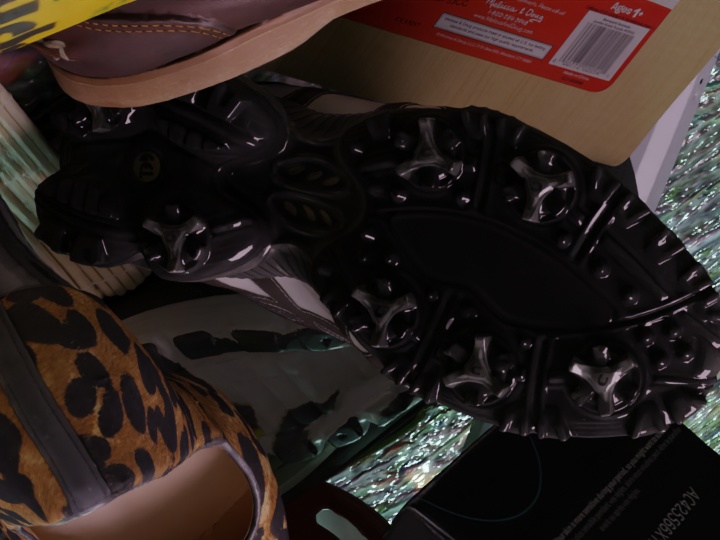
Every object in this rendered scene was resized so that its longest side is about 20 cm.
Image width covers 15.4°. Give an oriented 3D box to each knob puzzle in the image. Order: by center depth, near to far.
[{"bbox_3d":[0.060,-0.125,0.710,0.218,0.031,0.220,-16,140,-14],"label":"knob puzzle"}]

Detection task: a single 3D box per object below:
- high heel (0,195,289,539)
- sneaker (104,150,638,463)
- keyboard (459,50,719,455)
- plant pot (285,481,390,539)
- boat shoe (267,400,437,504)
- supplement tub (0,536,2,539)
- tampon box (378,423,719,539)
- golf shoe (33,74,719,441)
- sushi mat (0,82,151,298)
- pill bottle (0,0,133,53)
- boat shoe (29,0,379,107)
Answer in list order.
[{"bbox_3d":[-0.053,0.070,0.669,0.071,0.143,0.200,-32,126,-1],"label":"high heel"},{"bbox_3d":[0.000,0.000,0.850,0.199,0.085,0.075,-15,137,14],"label":"sneaker"},{"bbox_3d":[0.074,-0.003,0.893,0.056,0.011,0.201,8,107,-54],"label":"keyboard"},{"bbox_3d":[-0.039,0.187,1.055,0.200,0.201,0.196,-27,149,-13],"label":"plant pot"},{"bbox_3d":[-0.012,0.036,0.909,0.201,0.072,0.061,-36,154,2],"label":"boat shoe"},{"bbox_3d":[-0.168,0.098,0.732,0.145,0.146,0.200,-28,158,-10],"label":"supplement tub"},{"bbox_3d":[0.039,0.153,0.819,0.200,0.126,0.150,-55,170,30],"label":"tampon box"},{"bbox_3d":[0.013,-0.012,0.723,0.094,0.199,0.078,5,106,-68],"label":"golf shoe"},{"bbox_3d":[-0.125,-0.009,0.747,0.095,0.012,0.200,-33,158,-1],"label":"sushi mat"},{"bbox_3d":[-0.118,-0.078,0.482,0.199,0.113,0.113,-24,157,-18],"label":"pill bottle"},{"bbox_3d":[0.006,-0.104,0.621,0.199,0.071,0.070,-27,143,-1],"label":"boat shoe"}]
